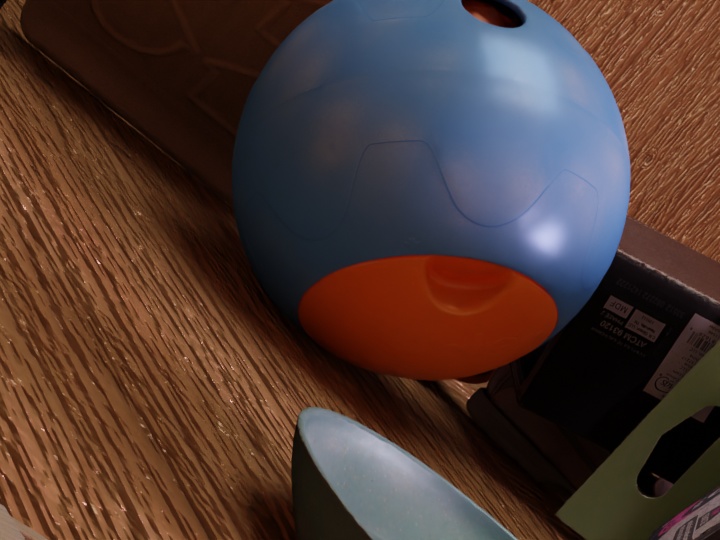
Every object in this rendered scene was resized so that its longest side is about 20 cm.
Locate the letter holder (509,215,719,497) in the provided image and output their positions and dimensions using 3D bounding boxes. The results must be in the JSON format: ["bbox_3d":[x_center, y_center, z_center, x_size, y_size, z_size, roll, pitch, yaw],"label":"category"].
[{"bbox_3d":[0.187,0.047,1.298,0.199,0.101,0.142,27,19,-13],"label":"letter holder"}]

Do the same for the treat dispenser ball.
[{"bbox_3d":[0.035,-0.046,1.182,0.201,0.201,0.201,40,7,-6],"label":"treat dispenser ball"}]

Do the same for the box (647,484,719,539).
[{"bbox_3d":[0.207,0.148,1.112,0.115,0.132,0.200,57,11,6],"label":"box"}]

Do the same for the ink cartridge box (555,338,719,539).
[{"bbox_3d":[0.223,0.145,1.236,0.200,0.146,0.048,38,13,-18],"label":"ink cartridge box"}]

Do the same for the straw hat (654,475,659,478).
[{"bbox_3d":[0.181,0.110,1.436,0.201,0.201,0.085,41,50,5],"label":"straw hat"}]

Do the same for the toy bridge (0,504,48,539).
[{"bbox_3d":[-0.084,0.074,0.529,0.200,0.027,0.067,35,7,-39],"label":"toy bridge"}]

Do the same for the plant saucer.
[{"bbox_3d":[0.043,0.128,0.840,0.200,0.036,0.200,40,8,-7],"label":"plant saucer"}]

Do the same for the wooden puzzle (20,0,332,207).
[{"bbox_3d":[-0.064,-0.145,1.299,0.185,0.200,0.046,39,40,-14],"label":"wooden puzzle"}]

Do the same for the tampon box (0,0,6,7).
[{"bbox_3d":[-0.243,-0.251,1.263,0.200,0.126,0.150,39,8,-19],"label":"tampon box"}]

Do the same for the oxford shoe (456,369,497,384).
[{"bbox_3d":[0.000,0.000,1.333,0.200,0.072,0.073,41,-14,-34],"label":"oxford shoe"}]

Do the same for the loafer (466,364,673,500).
[{"bbox_3d":[0.151,0.121,1.336,0.200,0.063,0.072,41,6,3],"label":"loafer"}]
